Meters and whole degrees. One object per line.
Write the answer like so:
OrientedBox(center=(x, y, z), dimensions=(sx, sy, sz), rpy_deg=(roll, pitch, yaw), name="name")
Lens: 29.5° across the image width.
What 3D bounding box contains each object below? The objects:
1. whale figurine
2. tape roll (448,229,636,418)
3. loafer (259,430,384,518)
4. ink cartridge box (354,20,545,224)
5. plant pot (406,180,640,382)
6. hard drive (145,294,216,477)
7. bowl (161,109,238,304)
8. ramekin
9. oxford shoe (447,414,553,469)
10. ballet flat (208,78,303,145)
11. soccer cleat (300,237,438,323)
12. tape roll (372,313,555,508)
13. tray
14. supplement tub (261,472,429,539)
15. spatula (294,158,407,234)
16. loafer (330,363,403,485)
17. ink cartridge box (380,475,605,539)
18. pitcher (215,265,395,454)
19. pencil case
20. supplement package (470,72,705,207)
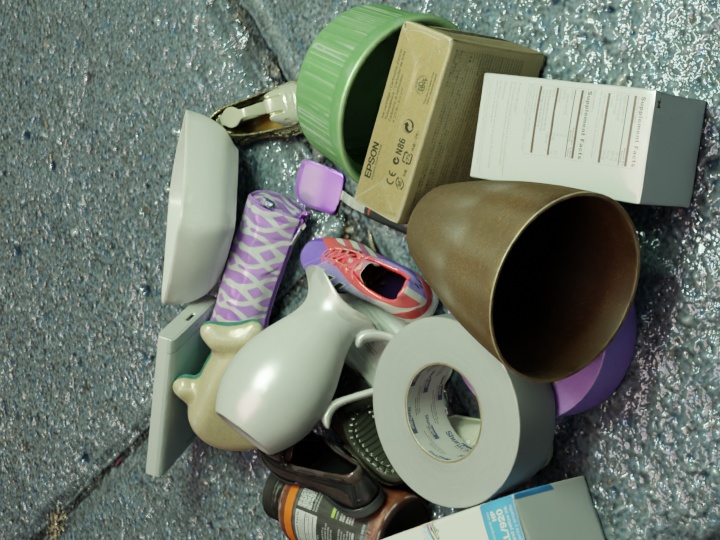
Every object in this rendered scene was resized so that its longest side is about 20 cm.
OrientedBox(center=(-0.151, 0.128, 1.687), dimensions=(0.104, 0.158, 0.201), rpy_deg=(-93, 0, -52), name="whale figurine")
OrientedBox(center=(0.190, 0.057, 1.452), dimensions=(0.199, 0.065, 0.202), rpy_deg=(3, 94, 41), name="tape roll")
OrientedBox(center=(-0.051, 0.216, 1.575), dimensions=(0.199, 0.072, 0.063), rpy_deg=(23, 143, 45), name="loafer")
OrientedBox(center=(0.095, -0.153, 1.458), dimensions=(0.075, 0.164, 0.201), rpy_deg=(28, 109, 38), name="ink cartridge box")
OrientedBox(center=(0.140, -0.013, 1.353), dimensions=(0.200, 0.186, 0.188), rpy_deg=(29, 111, 51), name="plant pot")
OrientedBox(center=(-0.228, 0.146, 1.743), dimensions=(0.027, 0.132, 0.201), rpy_deg=(16, 117, 13), name="hard drive")
OrientedBox(center=(-0.200, -0.073, 1.715), dimensions=(0.200, 0.074, 0.201), rpy_deg=(114, 160, -51), name="bowl")
OrientedBox(center=(0.024, -0.194, 1.502), dimensions=(0.098, 0.199, 0.201), rpy_deg=(32, 111, 42), name="ramekin")
OrientedBox(center=(0.120, 0.200, 1.523), dimensions=(0.199, 0.058, 0.076), rpy_deg=(-8, 90, 42), name="oxford shoe")
OrientedBox(center=(-0.114, -0.195, 1.692), dimensions=(0.199, 0.075, 0.068), rpy_deg=(-12, 83, 40), name="ballet flat")
OrientedBox(center=(0.000, 0.000, 1.594), dimensions=(0.199, 0.073, 0.068), rpy_deg=(26, 82, 35), name="soccer cleat")
OrientedBox(center=(0.106, 0.144, 1.443), dimensions=(0.199, 0.066, 0.202), rpy_deg=(8, 101, 42), name="tape roll")
OrientedBox(center=(0.018, 0.091, 1.627), dimensions=(0.200, 0.022, 0.108), rpy_deg=(46, 118, 29), name="tray")
OrientedBox(center=(-0.023, 0.287, 1.615), dimensions=(0.199, 0.107, 0.108), rpy_deg=(14, 101, 39), name="supplement tub")
OrientedBox(center=(-0.001, -0.078, 1.636), dimensions=(0.199, 0.020, 0.057), rpy_deg=(26, 107, 36), name="spatula")
OrientedBox(center=(0.009, 0.185, 1.606), dimensions=(0.200, 0.073, 0.072), rpy_deg=(50, 161, 44), name="loafer")
OrientedBox(center=(0.144, 0.320, 1.447), dimensions=(0.199, 0.147, 0.146), rpy_deg=(-27, 74, 37), name="ink cartridge box")
OrientedBox(center=(-0.054, 0.121, 1.562), dimensions=(0.171, 0.121, 0.200), rpy_deg=(36, 77, 13), name="pitcher")
OrientedBox(center=(-0.124, -0.003, 1.710), dimensions=(0.085, 0.084, 0.201), rpy_deg=(24, 110, 11), name="pencil case")
OrientedBox(center=(0.228, -0.132, 1.380), dimensions=(0.199, 0.113, 0.110), rpy_deg=(13, 99, 40), name="supplement package")
